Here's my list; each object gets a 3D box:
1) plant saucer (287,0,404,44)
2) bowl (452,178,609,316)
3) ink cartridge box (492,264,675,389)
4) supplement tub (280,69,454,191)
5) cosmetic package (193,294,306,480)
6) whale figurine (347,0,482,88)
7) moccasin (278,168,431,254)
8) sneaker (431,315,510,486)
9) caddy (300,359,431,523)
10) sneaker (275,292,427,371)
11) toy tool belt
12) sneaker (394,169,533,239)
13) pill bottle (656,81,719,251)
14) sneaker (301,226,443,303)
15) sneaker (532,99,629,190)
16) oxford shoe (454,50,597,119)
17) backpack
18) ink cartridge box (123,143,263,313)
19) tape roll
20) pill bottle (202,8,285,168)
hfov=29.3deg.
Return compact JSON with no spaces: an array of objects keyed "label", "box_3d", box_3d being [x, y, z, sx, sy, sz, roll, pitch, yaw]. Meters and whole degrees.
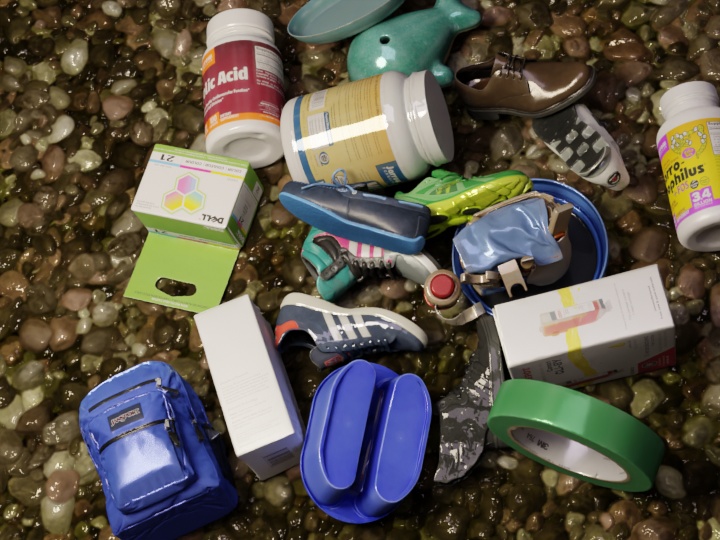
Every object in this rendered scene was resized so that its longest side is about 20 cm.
[{"label":"plant saucer","box_3d":[-0.008,-0.369,1.917,0.199,0.028,0.200,-23,26,12]},{"label":"bowl","box_3d":[0.217,-0.019,1.755,0.199,0.039,0.202,-5,65,11]},{"label":"ink cartridge box","box_3d":[0.268,0.078,1.642,0.199,0.145,0.084,-14,66,7]},{"label":"supplement tub","box_3d":[0.010,-0.177,1.800,0.199,0.145,0.146,-13,64,17]},{"label":"cosmetic package","box_3d":[-0.133,0.145,1.725,0.081,0.113,0.201,-23,62,2]},{"label":"whale figurine","box_3d":[0.071,-0.312,1.880,0.200,0.104,0.159,-40,64,-4]},{"label":"moccasin","box_3d":[-0.004,-0.077,1.743,0.199,0.081,0.068,20,71,13]},{"label":"sneaker","box_3d":[0.129,0.157,1.684,0.104,0.060,0.201,-9,73,6]},{"label":"caddy","box_3d":[0.006,0.204,1.669,0.141,0.105,0.201,17,69,-10]},{"label":"sneaker","box_3d":[-0.016,0.092,1.737,0.199,0.075,0.085,9,62,20]},{"label":"toy tool belt","box_3d":[0.165,-0.022,1.667,0.199,0.123,0.125,-25,74,-2]},{"label":"sneaker","box_3d":[0.121,-0.099,1.752,0.199,0.074,0.084,-14,57,24]},{"label":"pill bottle","box_3d":[0.429,-0.132,1.719,0.104,0.104,0.201,-11,64,8]},{"label":"sneaker","box_3d":[0.000,0.000,1.770,0.199,0.084,0.121,27,70,30]},{"label":"sneaker","box_3d":[0.289,-0.167,1.795,0.074,0.088,0.200,-43,38,20]},{"label":"oxford shoe","box_3d":[0.210,-0.247,1.797,0.199,0.084,0.073,-5,53,32]},{"label":"backpack","box_3d":[-0.255,0.212,1.695,0.162,0.168,0.201,-21,60,-4]},{"label":"ink cartridge box","box_3d":[-0.234,-0.055,1.855,0.147,0.076,0.201,11,68,17]},{"label":"tape roll","box_3d":[0.244,0.189,1.568,0.199,0.201,0.048,18,72,19]},{"label":"pill bottle","box_3d":[-0.162,-0.253,1.903,0.113,0.114,0.201,-10,65,9]}]
